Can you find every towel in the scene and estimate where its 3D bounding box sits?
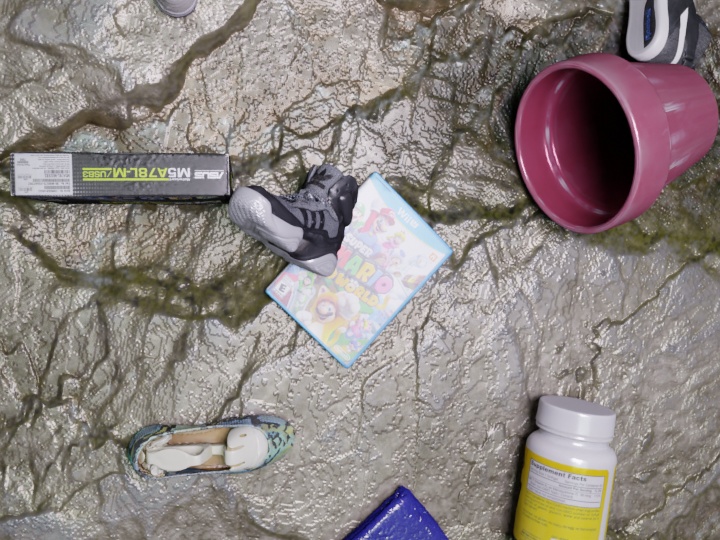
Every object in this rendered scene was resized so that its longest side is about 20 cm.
[{"bbox_3d":[0.060,0.395,0.884,0.147,0.049,0.201,-38,98,-13],"label":"towel"}]

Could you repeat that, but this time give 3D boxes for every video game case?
[{"bbox_3d":[0.000,0.000,0.859,0.143,0.018,0.200,43,86,-9],"label":"video game case"}]

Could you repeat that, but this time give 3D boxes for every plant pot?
[{"bbox_3d":[0.314,-0.163,0.826,0.177,0.199,0.203,-19,97,-23],"label":"plant pot"}]

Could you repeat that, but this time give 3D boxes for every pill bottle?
[{"bbox_3d":[0.259,0.269,0.873,0.113,0.114,0.203,8,92,-10],"label":"pill bottle"}]

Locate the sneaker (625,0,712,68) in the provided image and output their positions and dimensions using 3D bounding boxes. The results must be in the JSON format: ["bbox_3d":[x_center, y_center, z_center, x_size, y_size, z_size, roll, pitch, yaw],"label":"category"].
[{"bbox_3d":[0.401,-0.346,0.889,0.111,0.073,0.203,16,81,-29],"label":"sneaker"}]

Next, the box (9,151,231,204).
[{"bbox_3d":[-0.233,-0.093,0.726,0.197,0.193,0.048,-1,91,-10],"label":"box"}]

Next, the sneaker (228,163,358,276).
[{"bbox_3d":[-0.066,-0.074,0.754,0.075,0.200,0.115,21,80,26],"label":"sneaker"}]

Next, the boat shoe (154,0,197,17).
[{"bbox_3d":[-0.238,-0.386,0.769,0.071,0.066,0.203,-18,97,-8],"label":"boat shoe"}]

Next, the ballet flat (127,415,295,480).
[{"bbox_3d":[-0.173,0.215,0.818,0.197,0.074,0.075,-5,95,-10],"label":"ballet flat"}]
